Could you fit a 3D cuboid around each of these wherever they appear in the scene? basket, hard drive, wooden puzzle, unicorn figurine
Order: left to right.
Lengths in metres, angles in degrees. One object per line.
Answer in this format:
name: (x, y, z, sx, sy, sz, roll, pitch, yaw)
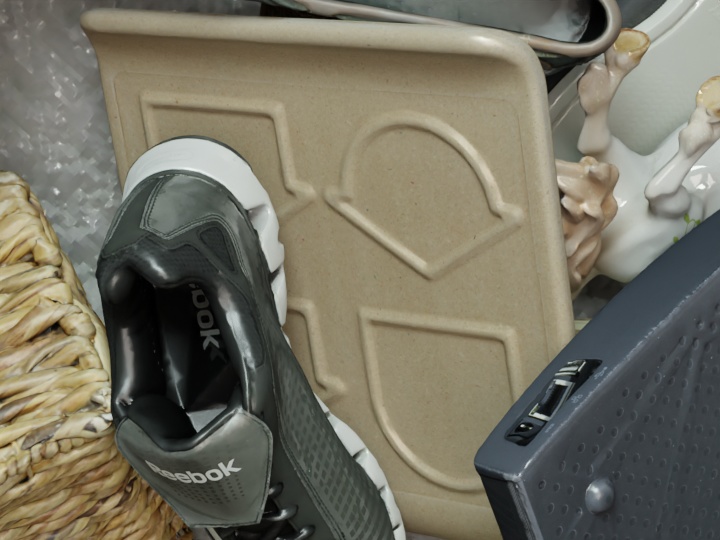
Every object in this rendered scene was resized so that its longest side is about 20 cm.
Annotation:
basket: (-0.181, 0.066, 0.924, 0.199, 0.149, 0.143, -27, 64, -5)
wooden puzzle: (0.000, 0.000, 0.886, 0.046, 0.185, 0.201, -38, 125, -44)
hard drive: (0.123, 0.051, 0.852, 0.200, 0.042, 0.135, -39, 124, -28)
unicorn figurine: (0.142, -0.039, 0.928, 0.199, 0.074, 0.138, -12, 136, -15)

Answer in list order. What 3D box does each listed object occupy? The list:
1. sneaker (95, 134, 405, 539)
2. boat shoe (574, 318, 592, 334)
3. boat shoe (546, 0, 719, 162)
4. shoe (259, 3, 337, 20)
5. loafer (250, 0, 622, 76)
sneaker: (-0.041, 0.061, 0.851, 0.066, 0.091, 0.201, -14, 107, 21)
boat shoe: (0.126, 0.050, 0.954, 0.199, 0.065, 0.072, 8, 111, -16)
boat shoe: (0.108, -0.091, 0.952, 0.200, 0.060, 0.074, -51, 132, 2)
shoe: (0.008, -0.031, 0.945, 0.053, 0.070, 0.201, -17, 102, -32)
loafer: (-0.006, -0.113, 0.835, 0.199, 0.063, 0.072, 16, 95, -16)
